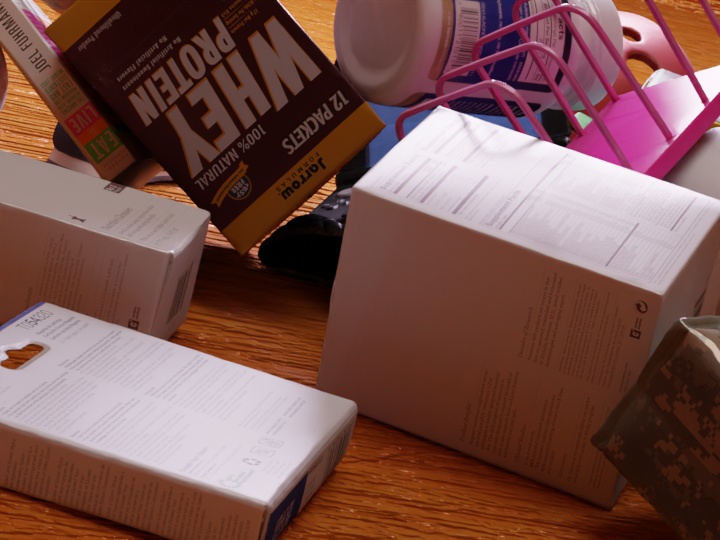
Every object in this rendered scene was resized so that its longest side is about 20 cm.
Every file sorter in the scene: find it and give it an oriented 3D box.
[{"bbox_3d":[0.142,-0.118,1.642,0.139,0.126,0.200,-14,25,52],"label":"file sorter"}]

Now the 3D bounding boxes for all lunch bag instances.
[{"bbox_3d":[0.259,0.108,1.402,0.199,0.118,0.164,-7,47,-49],"label":"lunch bag"}]

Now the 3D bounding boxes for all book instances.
[{"bbox_3d":[-0.222,-0.146,1.752,0.200,0.048,0.134,52,0,3],"label":"book"}]

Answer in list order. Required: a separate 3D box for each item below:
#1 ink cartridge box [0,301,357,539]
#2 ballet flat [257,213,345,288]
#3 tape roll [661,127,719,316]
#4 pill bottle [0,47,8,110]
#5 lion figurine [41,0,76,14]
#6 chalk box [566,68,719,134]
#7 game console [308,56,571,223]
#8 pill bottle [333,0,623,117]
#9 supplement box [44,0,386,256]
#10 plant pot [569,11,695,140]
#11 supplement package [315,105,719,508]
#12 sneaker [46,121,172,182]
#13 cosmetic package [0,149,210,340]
[{"bbox_3d":[-0.119,0.084,1.311,0.199,0.044,0.196,16,16,10],"label":"ink cartridge box"},{"bbox_3d":[0.000,0.000,1.693,0.057,0.067,0.200,-24,19,-28],"label":"ballet flat"},{"bbox_3d":[0.255,0.006,1.669,0.202,0.204,0.071,1,20,-44],"label":"tape roll"},{"bbox_3d":[-0.324,-0.153,1.830,0.111,0.113,0.200,11,16,-18],"label":"pill bottle"},{"bbox_3d":[-0.183,-0.241,1.730,0.072,0.200,0.123,-16,58,-40],"label":"lion figurine"},{"bbox_3d":[0.247,-0.068,1.823,0.199,0.125,0.124,20,17,10],"label":"chalk box"},{"bbox_3d":[0.056,-0.112,1.885,0.199,0.120,0.172,-9,15,22],"label":"game console"},{"bbox_3d":[0.089,-0.170,1.768,0.199,0.116,0.116,3,19,-38],"label":"pill bottle"},{"bbox_3d":[-0.097,-0.130,1.698,0.200,0.133,0.197,49,1,-2],"label":"supplement box"},{"bbox_3d":[0.160,-0.111,2.025,0.182,0.202,0.200,-12,29,-42],"label":"plant pot"},{"bbox_3d":[0.099,0.018,1.501,0.199,0.153,0.151,20,30,16],"label":"supplement package"},{"bbox_3d":[-0.167,-0.117,1.914,0.070,0.083,0.200,21,16,22],"label":"sneaker"},{"bbox_3d":[-0.205,-0.017,1.511,0.199,0.082,0.113,18,17,4],"label":"cosmetic package"}]
